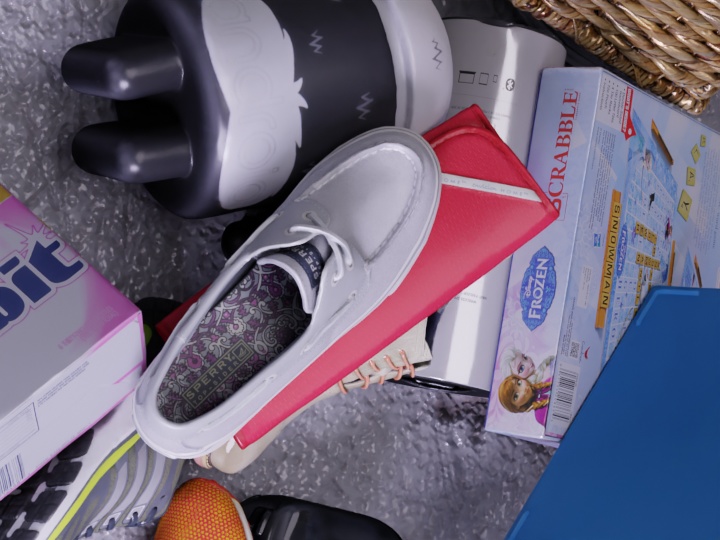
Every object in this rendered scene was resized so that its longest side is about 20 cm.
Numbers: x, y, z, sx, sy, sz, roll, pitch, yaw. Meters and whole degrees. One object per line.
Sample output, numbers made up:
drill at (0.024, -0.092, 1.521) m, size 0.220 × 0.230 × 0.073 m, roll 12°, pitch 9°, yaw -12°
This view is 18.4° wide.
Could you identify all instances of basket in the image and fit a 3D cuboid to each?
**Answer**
basket at (0.161, -0.211, 1.213) m, size 0.200 × 0.149 × 0.143 m, roll 27°, pitch 44°, yaw -27°

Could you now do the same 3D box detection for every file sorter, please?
file sorter at (0.191, 0.122, 1.157) m, size 0.200 × 0.138 × 0.123 m, roll -54°, pitch 130°, yaw -34°

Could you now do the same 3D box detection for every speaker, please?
speaker at (0.057, -0.032, 1.216) m, size 0.081 × 0.081 × 0.201 m, roll 14°, pitch 81°, yaw -29°

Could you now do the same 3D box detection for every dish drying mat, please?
dish drying mat at (0.000, 0.000, 1.104) m, size 0.200 × 0.018 × 0.077 m, roll -35°, pitch 85°, yaw -13°

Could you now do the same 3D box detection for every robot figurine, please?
robot figurine at (-0.050, -0.095, 1.133) m, size 0.199 × 0.151 × 0.125 m, roll -14°, pitch 53°, yaw -29°

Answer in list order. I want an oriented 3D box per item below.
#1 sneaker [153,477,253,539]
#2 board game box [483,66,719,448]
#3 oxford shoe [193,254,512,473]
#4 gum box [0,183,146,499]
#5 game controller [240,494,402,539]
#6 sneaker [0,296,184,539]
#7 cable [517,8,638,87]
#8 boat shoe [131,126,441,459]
sneaker at (-0.104, 0.200, 1.112) m, size 0.077 × 0.073 × 0.201 m, roll 26°, pitch 74°, yaw -48°
board game box at (0.152, 0.007, 1.248) m, size 0.199 × 0.041 × 0.201 m, roll 20°, pitch 78°, yaw -53°
oxford shoe at (-0.004, 0.034, 1.135) m, size 0.074 × 0.071 × 0.200 m, roll 40°, pitch 85°, yaw 15°
gum box at (-0.210, 0.060, 1.033) m, size 0.113 × 0.066 × 0.200 m, roll 40°, pitch 63°, yaw 22°
game controller at (-0.042, 0.219, 1.150) m, size 0.104 × 0.042 × 0.201 m, roll 13°, pitch 81°, yaw 8°
sneaker at (-0.133, 0.107, 1.097) m, size 0.200 × 0.074 × 0.081 m, roll -49°, pitch 131°, yaw -30°
cable at (0.170, -0.208, 1.291) m, size 0.200 × 0.069 × 0.200 m, roll 36°, pitch 71°, yaw -24°
boat shoe at (-0.033, 0.005, 1.054) m, size 0.200 × 0.069 × 0.072 m, roll -41°, pitch 87°, yaw -12°
